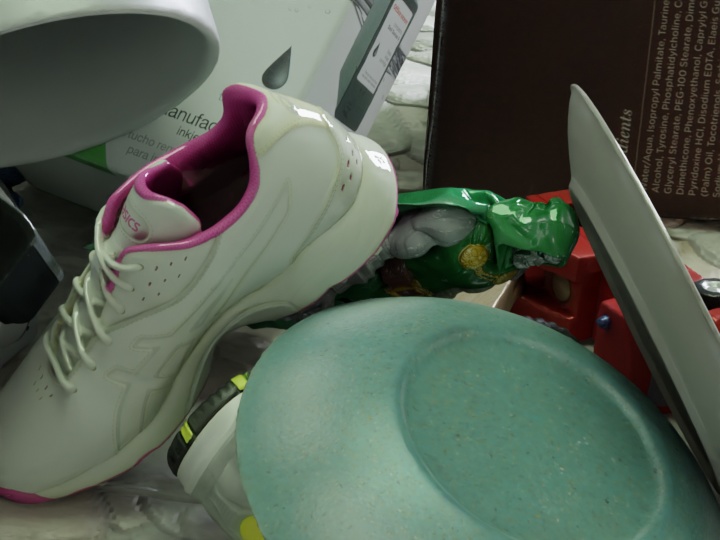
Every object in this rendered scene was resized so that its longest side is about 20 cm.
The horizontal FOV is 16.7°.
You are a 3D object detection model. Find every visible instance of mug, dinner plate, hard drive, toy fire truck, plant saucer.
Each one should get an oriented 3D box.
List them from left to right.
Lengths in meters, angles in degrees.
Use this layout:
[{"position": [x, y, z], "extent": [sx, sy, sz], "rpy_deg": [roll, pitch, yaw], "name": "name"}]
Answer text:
[{"position": [-0.169, -0.035, 0.840], "extent": [0.139, 0.033, 0.200], "rpy_deg": [37, -5, -2], "name": "hard drive"}, {"position": [-0.166, -0.151, 0.974], "extent": [0.147, 0.176, 0.200], "rpy_deg": [-28, -19, 34], "name": "mug"}, {"position": [0.066, 0.008, 1.098], "extent": [0.141, 0.049, 0.200], "rpy_deg": [-10, 29, -28], "name": "toy fire truck"}, {"position": [0.055, 0.072, 0.878], "extent": [0.200, 0.039, 0.201], "rpy_deg": [17, 39, -15], "name": "plant saucer"}, {"position": [0.118, 0.023, 0.930], "extent": [0.024, 0.200, 0.200], "rpy_deg": [-26, 27, 2], "name": "dinner plate"}]

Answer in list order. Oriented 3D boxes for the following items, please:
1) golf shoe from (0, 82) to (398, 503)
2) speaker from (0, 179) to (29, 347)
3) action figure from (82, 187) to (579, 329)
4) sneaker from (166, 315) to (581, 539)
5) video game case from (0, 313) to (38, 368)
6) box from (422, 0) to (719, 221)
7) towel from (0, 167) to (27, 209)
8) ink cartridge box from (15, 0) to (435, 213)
[{"position": [-0.082, 0.005, 0.923], "extent": [0.092, 0.200, 0.075], "rpy_deg": [40, 10, -48], "name": "golf shoe"}, {"position": [-0.231, 0.013, 0.944], "extent": [0.200, 0.081, 0.081], "rpy_deg": [-16, 32, -36], "name": "speaker"}, {"position": [0.000, 0.000, 0.993], "extent": [0.200, 0.055, 0.118], "rpy_deg": [-13, -21, 33], "name": "action figure"}, {"position": [0.019, 0.073, 0.948], "extent": [0.200, 0.075, 0.076], "rpy_deg": [-14, 59, -38], "name": "sneaker"}, {"position": [-0.257, 0.038, 1.005], "extent": [0.182, 0.022, 0.200], "rpy_deg": [12, 26, 16], "name": "video game case"}, {"position": [0.139, -0.133, 1.277], "extent": [0.199, 0.165, 0.166], "rpy_deg": [5, 25, 0], "name": "box"}, {"position": [-0.260, -0.052, 1.140], "extent": [0.200, 0.049, 0.112], "rpy_deg": [20, 11, 29], "name": "towel"}, {"position": [-0.059, -0.116, 1.099], "extent": [0.146, 0.200, 0.084], "rpy_deg": [20, -16, 22], "name": "ink cartridge box"}]
